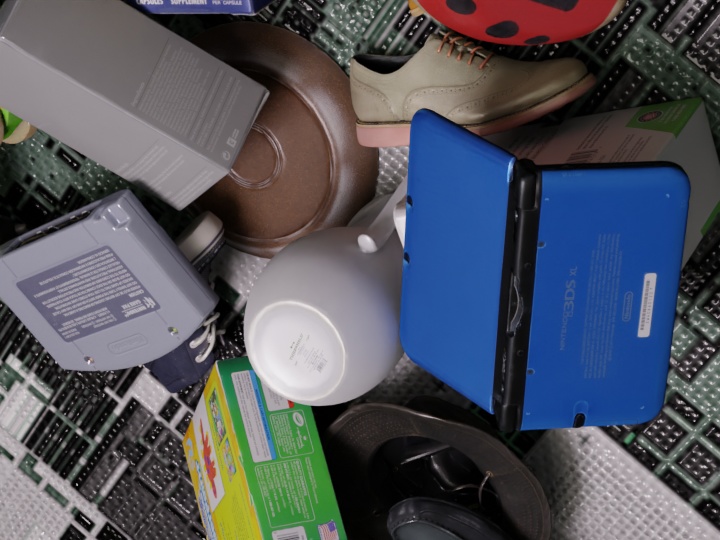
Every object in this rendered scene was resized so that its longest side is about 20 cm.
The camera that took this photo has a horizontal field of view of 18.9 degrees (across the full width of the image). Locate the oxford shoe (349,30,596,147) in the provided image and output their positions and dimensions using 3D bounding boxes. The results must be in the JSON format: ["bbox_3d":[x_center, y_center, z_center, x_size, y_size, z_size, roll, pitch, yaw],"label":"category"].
[{"bbox_3d":[0.075,-0.139,1.583,0.198,0.071,0.074,-8,107,28],"label":"oxford shoe"}]

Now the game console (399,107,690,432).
[{"bbox_3d":[0.122,-0.004,1.481,0.169,0.119,0.202,-2,120,-8],"label":"game console"}]

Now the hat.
[{"bbox_3d":[0.067,0.154,1.721,0.199,0.081,0.202,13,136,12],"label":"hat"}]

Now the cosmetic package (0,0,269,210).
[{"bbox_3d":[-0.184,-0.137,1.608,0.199,0.091,0.107,34,153,-17],"label":"cosmetic package"}]

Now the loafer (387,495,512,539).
[{"bbox_3d":[0.101,0.247,1.685,0.200,0.071,0.068,38,133,-21],"label":"loafer"}]

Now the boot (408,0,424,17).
[{"bbox_3d":[0.065,-0.290,1.511,0.144,0.071,0.201,44,113,-7],"label":"boot"}]

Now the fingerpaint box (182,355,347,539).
[{"bbox_3d":[-0.074,0.190,1.717,0.167,0.073,0.202,117,141,-59],"label":"fingerpaint box"}]

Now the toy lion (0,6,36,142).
[{"bbox_3d":[-0.318,-0.206,1.745,0.192,0.069,0.200,49,124,7],"label":"toy lion"}]

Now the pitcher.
[{"bbox_3d":[0.000,0.000,1.609,0.121,0.200,0.173,29,122,10],"label":"pitcher"}]

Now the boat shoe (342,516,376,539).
[{"bbox_3d":[0.004,0.253,1.809,0.201,0.072,0.068,52,129,3],"label":"boat shoe"}]

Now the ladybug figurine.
[{"bbox_3d":[0.112,-0.207,1.464,0.072,0.199,0.136,60,135,39],"label":"ladybug figurine"}]

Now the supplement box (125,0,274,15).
[{"bbox_3d":[-0.115,-0.298,1.576,0.108,0.110,0.202,3,114,24],"label":"supplement box"}]

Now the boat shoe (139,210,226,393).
[{"bbox_3d":[-0.136,0.029,1.753,0.093,0.075,0.200,42,146,-4],"label":"boat shoe"}]

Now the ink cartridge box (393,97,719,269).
[{"bbox_3d":[0.144,-0.048,1.547,0.198,0.146,0.085,-8,112,29],"label":"ink cartridge box"}]

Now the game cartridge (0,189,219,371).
[{"bbox_3d":[-0.202,0.015,1.703,0.199,0.041,0.134,-18,113,47],"label":"game cartridge"}]

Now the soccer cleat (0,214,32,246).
[{"bbox_3d":[-0.335,-0.037,1.778,0.083,0.065,0.200,-11,150,19],"label":"soccer cleat"}]

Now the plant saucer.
[{"bbox_3d":[-0.082,-0.096,1.704,0.198,0.032,0.202,10,117,20],"label":"plant saucer"}]
